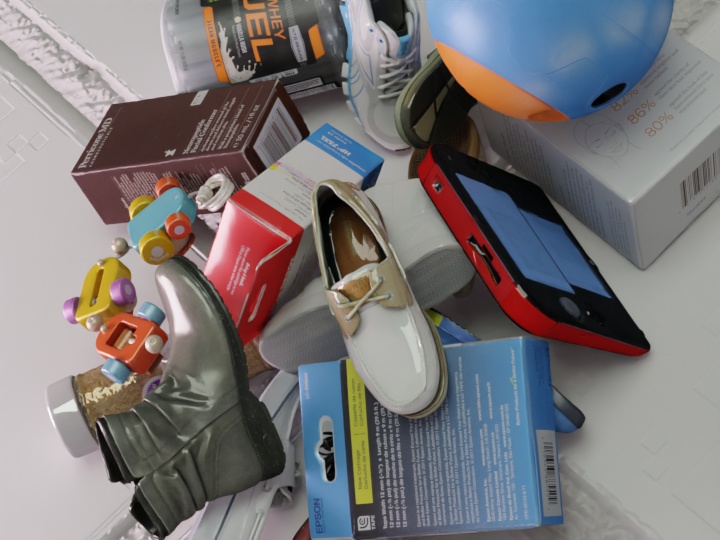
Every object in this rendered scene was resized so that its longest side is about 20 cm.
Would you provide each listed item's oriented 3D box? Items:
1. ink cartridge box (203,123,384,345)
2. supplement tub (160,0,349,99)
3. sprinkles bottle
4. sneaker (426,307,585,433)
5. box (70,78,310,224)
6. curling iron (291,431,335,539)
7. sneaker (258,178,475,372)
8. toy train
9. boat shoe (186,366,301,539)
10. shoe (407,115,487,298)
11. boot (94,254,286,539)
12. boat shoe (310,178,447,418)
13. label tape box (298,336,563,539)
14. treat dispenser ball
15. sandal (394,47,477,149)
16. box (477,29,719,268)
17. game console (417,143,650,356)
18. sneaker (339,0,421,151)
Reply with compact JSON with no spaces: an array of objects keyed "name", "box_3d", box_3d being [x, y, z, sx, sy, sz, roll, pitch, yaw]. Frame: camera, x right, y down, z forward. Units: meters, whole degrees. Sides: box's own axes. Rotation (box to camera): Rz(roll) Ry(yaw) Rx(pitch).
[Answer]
[{"name":"ink cartridge box","box_3d":[-0.068,-0.027,1.361,0.067,0.117,0.200,33,40,13]},{"name":"supplement tub","box_3d":[-0.081,-0.222,1.536,0.197,0.123,0.124,-14,56,7]},{"name":"sprinkles bottle","box_3d":[-0.171,0.092,1.400,0.198,0.068,0.069,-24,55,0]},{"name":"sneaker","box_3d":[0.092,0.096,1.330,0.199,0.066,0.079,29,82,30]},{"name":"box","box_3d":[-0.156,-0.108,1.481,0.198,0.075,0.101,-6,44,31]},{"name":"curling iron","box_3d":[-0.053,0.215,1.308,0.025,0.049,0.201,2,58,55]},{"name":"sneaker","box_3d":[0.000,0.000,1.356,0.198,0.074,0.116,-28,40,13]},{"name":"toy train","box_3d":[-0.174,0.012,1.386,0.149,0.056,0.201,6,60,45]},{"name":"boat shoe","box_3d":[-0.083,0.172,1.334,0.065,0.074,0.201,28,61,-3]},{"name":"shoe","box_3d":[0.082,-0.060,1.433,0.069,0.054,0.202,-18,43,22]},{"name":"boot","box_3d":[-0.150,0.097,1.259,0.129,0.068,0.202,-22,85,-23]},{"name":"boat shoe","box_3d":[0.005,0.020,1.248,0.074,0.068,0.202,-30,63,11]},{"name":"label tape box","box_3d":[0.054,0.136,1.275,0.198,0.066,0.145,-9,81,27]},{"name":"treat dispenser ball","box_3d":[0.151,-0.221,1.291,0.198,0.202,0.203,-7,57,11]},{"name":"sandal","box_3d":[0.083,-0.176,1.461,0.057,0.081,0.201,-5,25,45]},{"name":"box","box_3d":[0.221,-0.131,1.402,0.152,0.107,0.200,-41,57,-10]},{"name":"game console","box_3d":[0.142,-0.017,1.325,0.031,0.176,0.201,-49,51,26]},{"name":"sneaker","box_3d":[0.024,-0.197,1.448,0.074,0.202,0.087,-18,25,-13]}]
